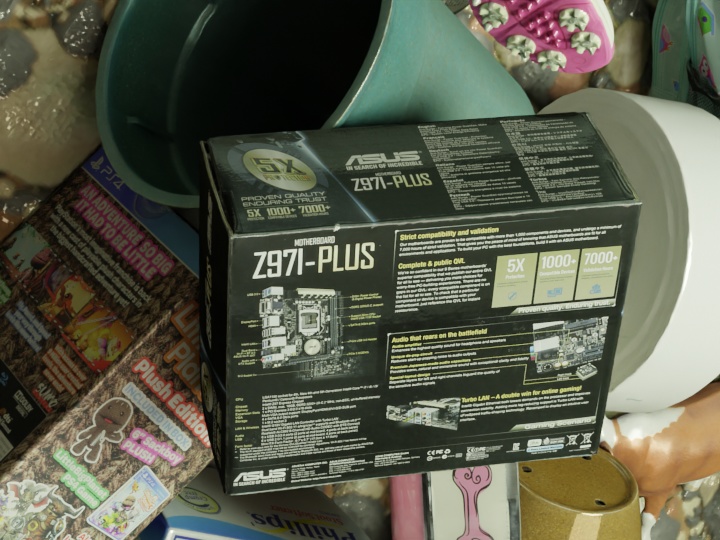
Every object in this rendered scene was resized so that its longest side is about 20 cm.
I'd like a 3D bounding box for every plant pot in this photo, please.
[{"bbox_3d":[0.120,0.220,1.277,0.186,0.186,0.200,-3,121,-32],"label":"plant pot"},{"bbox_3d":[-0.010,-0.091,1.047,0.200,0.200,0.196,-54,138,3],"label":"plant pot"}]

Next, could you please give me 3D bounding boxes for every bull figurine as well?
[{"bbox_3d":[0.234,0.140,1.404,0.200,0.065,0.121,-15,126,-24],"label":"bull figurine"}]

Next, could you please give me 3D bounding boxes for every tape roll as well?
[{"bbox_3d":[0.163,-0.012,1.185,0.071,0.202,0.202,6,111,-36],"label":"tape roll"}]

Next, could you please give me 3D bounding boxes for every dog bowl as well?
[{"bbox_3d":[0.051,0.096,1.114,0.074,0.200,0.200,-4,120,0],"label":"dog bowl"}]

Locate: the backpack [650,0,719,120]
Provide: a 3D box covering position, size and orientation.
[{"bbox_3d":[0.286,-0.154,1.219,0.176,0.153,0.200,-23,138,-23],"label":"backpack"}]

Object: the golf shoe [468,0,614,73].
[{"bbox_3d":[0.083,-0.194,1.044,0.200,0.075,0.092,43,51,-30],"label":"golf shoe"}]

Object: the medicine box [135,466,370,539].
[{"bbox_3d":[-0.109,0.237,1.204,0.182,0.103,0.200,17,104,-38],"label":"medicine box"}]

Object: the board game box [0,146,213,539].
[{"bbox_3d":[-0.154,0.055,1.040,0.200,0.159,0.097,-45,131,-4],"label":"board game box"}]

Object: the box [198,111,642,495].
[{"bbox_3d":[0.023,0.016,0.929,0.200,0.086,0.164,-6,128,-11],"label":"box"}]

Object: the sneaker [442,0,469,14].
[{"bbox_3d":[0.097,-0.231,1.099,0.078,0.086,0.200,34,93,-40],"label":"sneaker"}]
